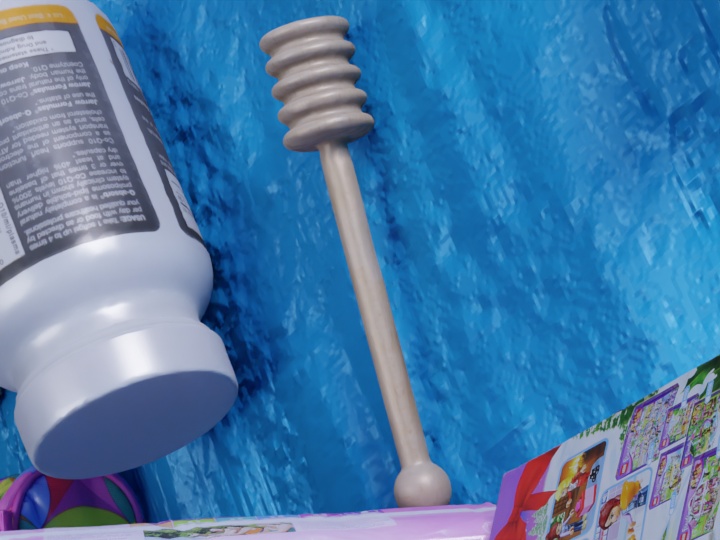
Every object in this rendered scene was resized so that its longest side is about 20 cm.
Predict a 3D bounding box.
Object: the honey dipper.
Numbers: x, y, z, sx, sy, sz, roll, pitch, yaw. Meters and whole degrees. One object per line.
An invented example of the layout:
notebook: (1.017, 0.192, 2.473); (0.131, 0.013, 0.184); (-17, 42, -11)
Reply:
honey dipper: (0.000, 0.000, 0.813); (0.038, 0.038, 0.200); (-24, 77, 52)

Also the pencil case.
pencil case: (-0.184, 0.143, 1.035); (0.200, 0.088, 0.088); (-25, 74, 52)

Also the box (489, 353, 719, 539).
box: (0.079, 0.131, 0.634); (0.137, 0.039, 0.200); (-36, 31, 48)

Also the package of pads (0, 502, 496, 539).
package of pads: (-0.041, 0.151, 0.753); (0.076, 0.200, 0.121); (-179, 86, -81)

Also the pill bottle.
pill bottle: (-0.133, -0.016, 0.922); (0.116, 0.116, 0.200); (-49, 56, 44)
